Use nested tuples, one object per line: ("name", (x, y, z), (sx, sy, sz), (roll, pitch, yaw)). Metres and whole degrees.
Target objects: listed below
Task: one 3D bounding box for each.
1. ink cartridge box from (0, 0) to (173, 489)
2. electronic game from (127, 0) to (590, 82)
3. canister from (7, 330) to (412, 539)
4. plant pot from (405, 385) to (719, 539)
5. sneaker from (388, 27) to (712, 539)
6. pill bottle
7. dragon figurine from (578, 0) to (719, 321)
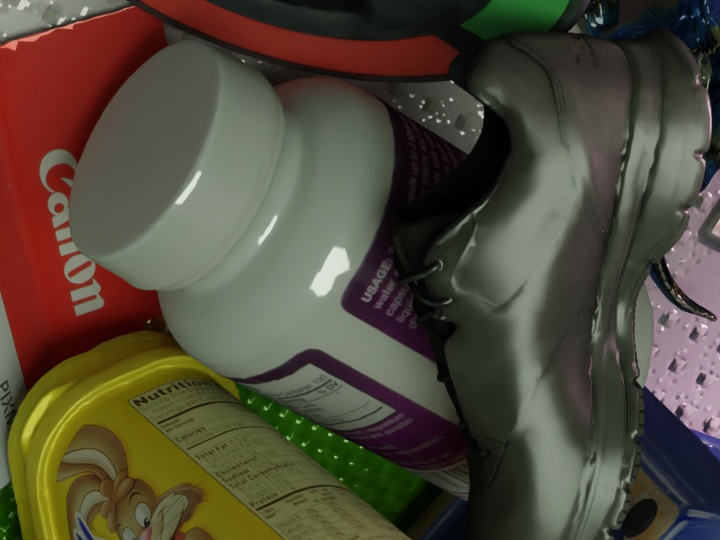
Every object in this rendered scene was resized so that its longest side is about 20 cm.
("ink cartridge box", (-0.144, 0.010, 0.843), (0.200, 0.050, 0.161), (-17, 120, -12))
("electronic game", (-0.022, -0.118, 0.760), (0.200, 0.200, 0.042), (32, 61, -31))
("canister", (-0.033, 0.126, 0.830), (0.087, 0.200, 0.149), (-24, 125, -26))
("plant pot", (0.109, 0.161, 0.936), (0.180, 0.200, 0.200), (38, 97, -25))
("sneaker", (0.049, 0.015, 0.788), (0.091, 0.076, 0.200), (6, 100, -17))
("pill bottle", (0.000, 0.000, 0.855), (0.200, 0.112, 0.112), (30, 101, -33))
("dragon figurine", (0.123, -0.050, 0.889), (0.059, 0.099, 0.200), (-11, 118, -16))
